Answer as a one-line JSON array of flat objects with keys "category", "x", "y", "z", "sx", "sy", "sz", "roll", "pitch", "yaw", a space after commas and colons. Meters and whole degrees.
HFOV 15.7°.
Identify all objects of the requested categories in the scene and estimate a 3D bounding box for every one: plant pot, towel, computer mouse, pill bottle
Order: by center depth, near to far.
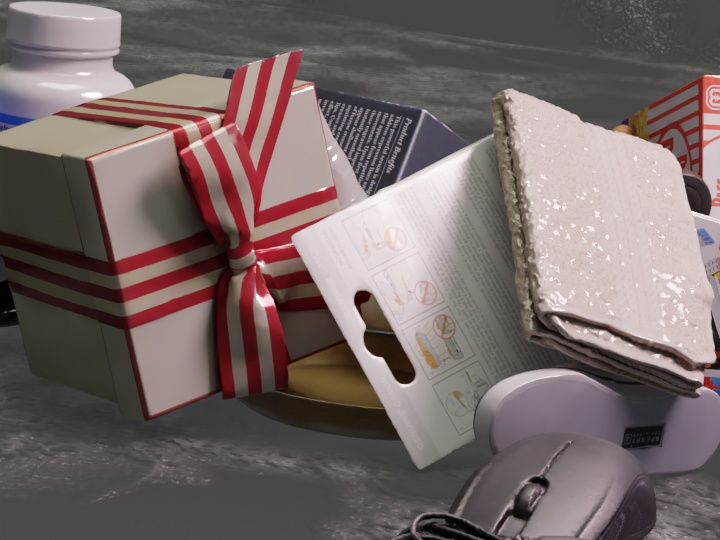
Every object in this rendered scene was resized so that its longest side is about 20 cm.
[{"category": "computer mouse", "x": 0.105, "y": 0.123, "z": 1.381, "sx": 0.137, "sy": 0.053, "sz": 0.200, "roll": 8, "pitch": 12, "yaw": 19}, {"category": "towel", "x": 0.144, "y": -0.020, "z": 1.552, "sx": 0.132, "sy": 0.035, "sz": 0.201, "roll": 20, "pitch": 42, "yaw": -27}, {"category": "plant pot", "x": 0.004, "y": 0.073, "z": 1.640, "sx": 0.198, "sy": 0.028, "sz": 0.200, "roll": 6, "pitch": 11, "yaw": -1}, {"category": "pill bottle", "x": -0.219, "y": -0.089, "z": 1.886, "sx": 0.111, "sy": 0.202, "sz": 0.112, "roll": 5, "pitch": 11, "yaw": -1}]

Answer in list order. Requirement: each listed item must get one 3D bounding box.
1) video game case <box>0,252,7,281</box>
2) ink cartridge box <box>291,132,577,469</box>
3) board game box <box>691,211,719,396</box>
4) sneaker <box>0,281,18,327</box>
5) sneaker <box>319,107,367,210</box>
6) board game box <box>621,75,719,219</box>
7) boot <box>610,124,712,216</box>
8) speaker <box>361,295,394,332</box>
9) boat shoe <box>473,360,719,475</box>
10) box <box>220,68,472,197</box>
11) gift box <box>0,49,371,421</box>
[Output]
[{"category": "video game case", "x": -0.316, "y": -0.036, "z": 1.740, "sx": 0.180, "sy": 0.046, "sz": 0.200, "roll": -21, "pitch": 34, "yaw": -16}, {"category": "ink cartridge box", "x": 0.066, "y": 0.014, "z": 1.584, "sx": 0.199, "sy": 0.163, "sz": 0.057, "roll": -27, "pitch": -5, "yaw": -25}, {"category": "board game box", "x": 0.153, "y": 0.011, "z": 1.665, "sx": 0.199, "sy": 0.127, "sz": 0.035, "roll": 17, "pitch": -5, "yaw": 1}, {"category": "sneaker", "x": -0.273, "y": -0.002, "z": 1.773, "sx": 0.198, "sy": 0.067, "sz": 0.091, "roll": 8, "pitch": 9, "yaw": 1}, {"category": "sneaker", "x": -0.103, "y": -0.068, "z": 1.742, "sx": 0.199, "sy": 0.116, "sz": 0.074, "roll": -14, "pitch": 27, "yaw": 20}, {"category": "board game box", "x": 0.237, "y": -0.049, "z": 1.893, "sx": 0.046, "sy": 0.153, "sz": 0.200, "roll": 3, "pitch": -7, "yaw": -11}, {"category": "boot", "x": 0.185, "y": -0.045, "z": 1.872, "sx": 0.068, "sy": 0.188, "sz": 0.200, "roll": 36, "pitch": 31, "yaw": -9}, {"category": "speaker", "x": 0.000, "y": 0.000, "z": 1.767, "sx": 0.081, "sy": 0.082, "sz": 0.200, "roll": 0, "pitch": 2, "yaw": -26}, {"category": "boat shoe", "x": 0.128, "y": 0.088, "z": 1.530, "sx": 0.199, "sy": 0.074, "sz": 0.065, "roll": 10, "pitch": 9, "yaw": -44}, {"category": "box", "x": -0.009, "y": -0.063, "z": 1.971, "sx": 0.199, "sy": 0.108, "sz": 0.148, "roll": 15, "pitch": -11, "yaw": 37}, {"category": "gift box", "x": -0.102, "y": -0.031, "z": 1.589, "sx": 0.199, "sy": 0.186, "sz": 0.186, "roll": -26, "pitch": 20, "yaw": -27}]
